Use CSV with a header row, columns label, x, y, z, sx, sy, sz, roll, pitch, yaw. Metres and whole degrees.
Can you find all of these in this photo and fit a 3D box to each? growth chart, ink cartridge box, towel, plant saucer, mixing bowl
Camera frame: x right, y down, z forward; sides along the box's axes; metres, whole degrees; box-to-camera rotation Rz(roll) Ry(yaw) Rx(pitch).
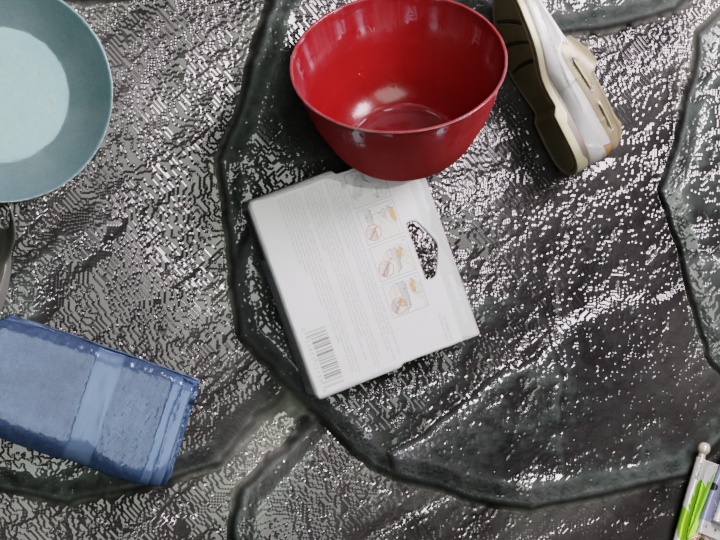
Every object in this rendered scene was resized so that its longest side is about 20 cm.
label,x,y,z,sx,sy,sz,roll,pitch,yaw
growth chart,0.417,0.245,1.761,0.199,0.018,0.145,13,86,-15
ink cartridge box,0.000,0.000,1.644,0.173,0.044,0.201,-20,94,-14
towel,-0.256,0.121,1.576,0.199,0.049,0.112,21,84,-14
plant saucer,-0.328,-0.162,1.565,0.200,0.039,0.202,0,90,-15
mixing bowl,0.038,-0.157,1.600,0.199,0.109,0.201,-3,47,3

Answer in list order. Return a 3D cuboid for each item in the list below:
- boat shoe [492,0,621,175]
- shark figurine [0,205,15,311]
label,x,y,z,sx,sy,sz,roll,pitch,yaw
boat shoe,0.193,-0.197,1.684,0.068,0.075,0.201,-28,103,-19
shark figurine,-0.367,0.049,1.530,0.214,0.089,0.128,-39,100,-10
